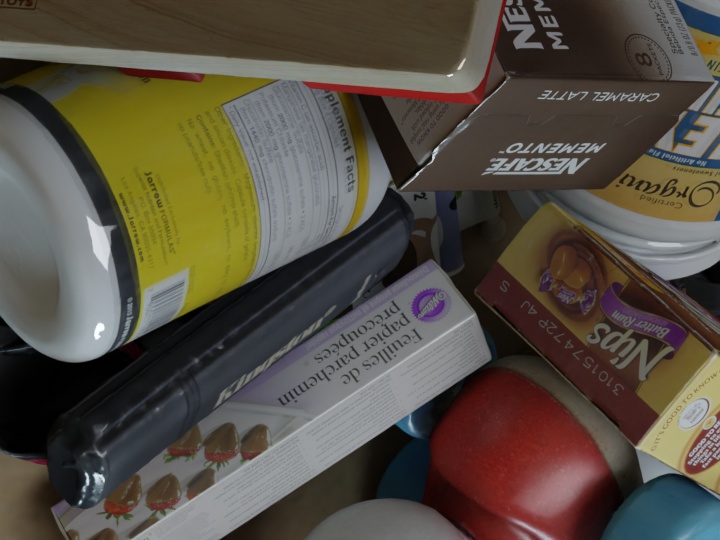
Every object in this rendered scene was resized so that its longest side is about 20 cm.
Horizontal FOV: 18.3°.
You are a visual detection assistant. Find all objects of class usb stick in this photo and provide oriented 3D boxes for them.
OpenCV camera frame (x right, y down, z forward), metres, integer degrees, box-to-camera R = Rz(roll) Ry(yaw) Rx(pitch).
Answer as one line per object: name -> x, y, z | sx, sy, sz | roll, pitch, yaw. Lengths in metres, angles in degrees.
usb stick -> -0.052, 0.030, 0.928 | 0.200, 0.033, 0.055 | -38, 158, -34

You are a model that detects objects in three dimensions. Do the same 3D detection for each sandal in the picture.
sandal -> -0.125, 0.050, 0.922 | 0.200, 0.045, 0.075 | 1, 106, -48

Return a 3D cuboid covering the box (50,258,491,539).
box -> -0.037, 0.070, 0.966 | 0.200, 0.039, 0.041 | -34, 144, -6

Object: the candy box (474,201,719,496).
candy box -> 0.150, 0.052, 0.990 | 0.056, 0.117, 0.200 | -52, 140, 9

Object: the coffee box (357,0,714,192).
coffee box -> 0.040, -0.135, 0.881 | 0.114, 0.200, 0.080 | -2, 150, -38

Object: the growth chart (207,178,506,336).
growth chart -> 0.000, 0.000, 1.024 | 0.200, 0.018, 0.145 | -46, 139, -25

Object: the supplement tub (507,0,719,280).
supplement tub -> 0.145, -0.104, 0.993 | 0.145, 0.145, 0.200 | -28, 152, -31

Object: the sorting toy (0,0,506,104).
sorting toy -> -0.021, -0.156, 0.796 | 0.070, 0.200, 0.199 | 36, 64, -60

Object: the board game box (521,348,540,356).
board game box -> 0.173, 0.075, 1.194 | 0.200, 0.030, 0.096 | -8, 84, -42

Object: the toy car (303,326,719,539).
toy car -> 0.032, 0.148, 0.997 | 0.200, 0.184, 0.177 | -33, 141, -26

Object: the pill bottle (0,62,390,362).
pill bottle -> -0.058, -0.050, 0.895 | 0.200, 0.112, 0.112 | -27, 125, -31

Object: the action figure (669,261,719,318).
action figure -> 0.203, 0.077, 1.161 | 0.130, 0.069, 0.200 | -3, 85, -46

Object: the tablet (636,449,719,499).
tablet -> 0.147, 0.134, 1.086 | 0.014, 0.200, 0.130 | -44, 171, -40
